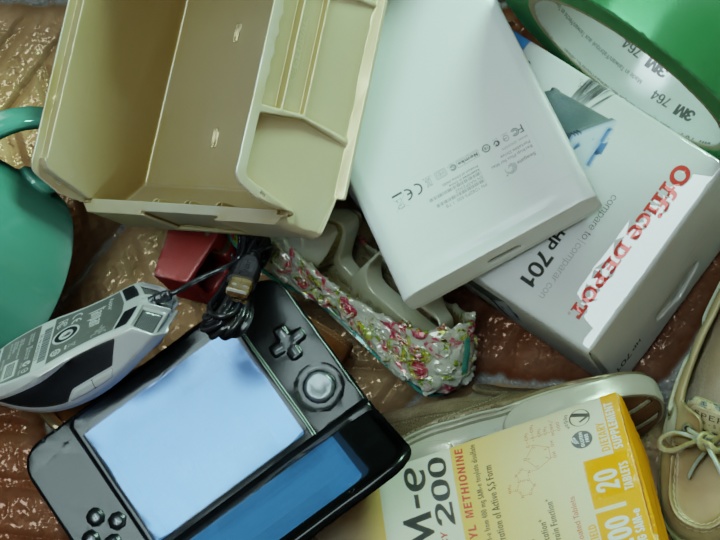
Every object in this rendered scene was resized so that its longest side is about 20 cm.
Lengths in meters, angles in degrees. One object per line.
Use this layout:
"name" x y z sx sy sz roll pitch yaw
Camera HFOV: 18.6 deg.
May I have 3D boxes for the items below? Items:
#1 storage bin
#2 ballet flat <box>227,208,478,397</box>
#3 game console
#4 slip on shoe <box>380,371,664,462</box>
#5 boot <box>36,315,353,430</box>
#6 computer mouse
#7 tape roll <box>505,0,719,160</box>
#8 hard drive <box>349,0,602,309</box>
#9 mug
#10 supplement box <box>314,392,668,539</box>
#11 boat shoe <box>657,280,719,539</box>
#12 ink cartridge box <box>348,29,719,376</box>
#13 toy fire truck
"storage bin" -0.093 -0.129 1.354 0.199 0.093 0.200 5 79 45
"ballet flat" 0.000 0.000 1.396 0.200 0.064 0.076 37 42 17
"game console" -0.090 0.112 1.303 0.199 0.116 0.176 -35 72 -4
"slip on shoe" 0.086 0.095 1.348 0.199 0.076 0.061 -23 52 14
"boot" -0.115 0.066 1.416 0.199 0.074 0.155 30 84 12
"computer mouse" -0.143 0.041 1.360 0.199 0.044 0.110 -24 25 13
"tape roll" 0.174 -0.136 1.320 0.200 0.200 0.048 35 85 23
"hard drive" 0.047 -0.092 1.349 0.131 0.026 0.201 -28 64 8
"mug" -0.274 -0.023 1.436 0.151 0.114 0.186 -10 58 47
"supplement box" 0.078 0.166 1.278 0.199 0.074 0.127 -20 44 9
"boat shoe" 0.220 0.068 1.315 0.073 0.063 0.201 10 77 19
"ink cartridge box" 0.115 -0.046 1.372 0.200 0.086 0.147 35 85 26
"toy fire truck" -0.128 -0.091 1.480 0.140 0.049 0.201 16 77 20
